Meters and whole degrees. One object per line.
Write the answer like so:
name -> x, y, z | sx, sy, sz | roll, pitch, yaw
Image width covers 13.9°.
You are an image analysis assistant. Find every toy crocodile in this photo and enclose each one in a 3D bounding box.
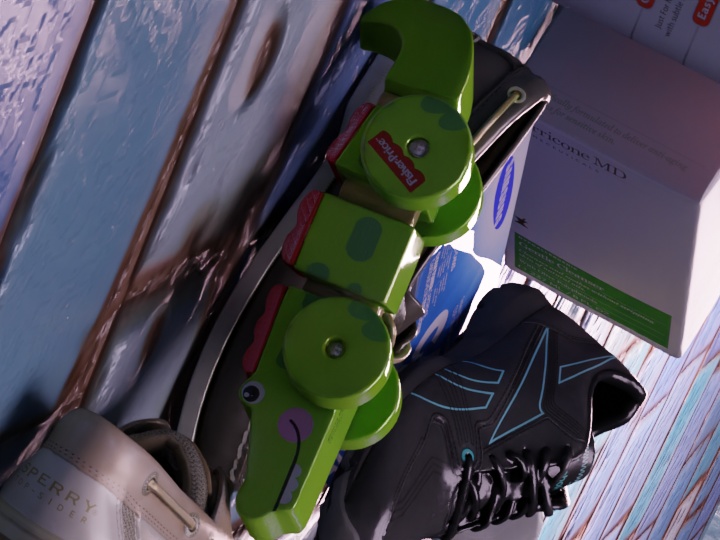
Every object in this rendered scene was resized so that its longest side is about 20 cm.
toy crocodile -> -0.003, -0.001, 1.035 | 0.068, 0.062, 0.200 | 64, 47, -75

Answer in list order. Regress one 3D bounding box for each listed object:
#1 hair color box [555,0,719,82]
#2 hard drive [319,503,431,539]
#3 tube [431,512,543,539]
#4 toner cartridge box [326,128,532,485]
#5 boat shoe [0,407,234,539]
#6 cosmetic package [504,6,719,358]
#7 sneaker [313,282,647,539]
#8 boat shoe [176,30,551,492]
hair color box -> 0.192, -0.121, 1.242 | 0.061, 0.200, 0.102 | -40, 155, -59
hard drive -> 0.022, 0.213, 1.306 | 0.140, 0.033, 0.200 | 32, 54, -60
tube -> 0.052, 0.076, 1.362 | 0.200, 0.058, 0.052 | -99, -179, -72
toner cartridge box -> 0.022, 0.011, 1.246 | 0.095, 0.043, 0.200 | -55, 165, -30
boat shoe -> -0.069, 0.087, 1.008 | 0.065, 0.072, 0.200 | -60, 161, -3
cosmetic package -> 0.131, -0.048, 1.401 | 0.085, 0.108, 0.200 | -57, 164, -16
sneaker -> 0.051, 0.069, 1.214 | 0.200, 0.079, 0.075 | -42, 158, -49
boat shoe -> 0.000, -0.001, 1.101 | 0.202, 0.060, 0.072 | -60, 166, -9
